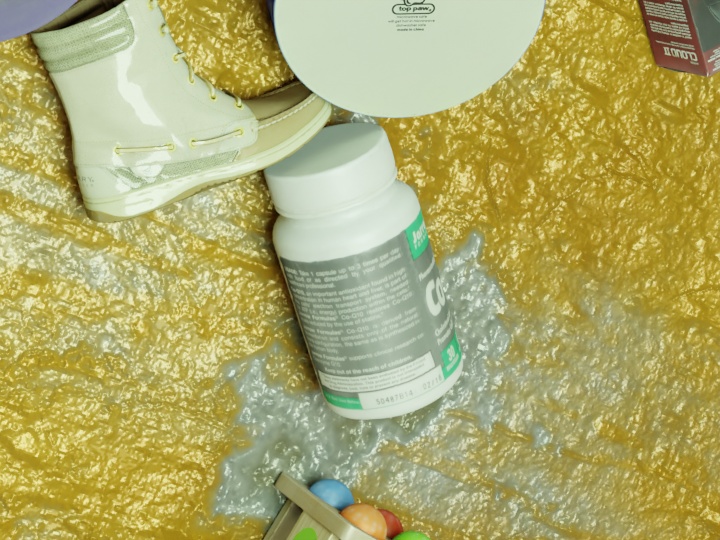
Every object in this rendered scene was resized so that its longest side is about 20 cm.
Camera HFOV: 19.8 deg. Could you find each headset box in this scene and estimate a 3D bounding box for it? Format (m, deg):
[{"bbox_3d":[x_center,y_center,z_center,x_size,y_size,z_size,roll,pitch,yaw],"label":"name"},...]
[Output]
[{"bbox_3d":[0.292,-0.260,1.643,0.148,0.077,0.201,-28,113,-19],"label":"headset box"}]

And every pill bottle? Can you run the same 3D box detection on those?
[{"bbox_3d":[0.000,0.000,1.534,0.113,0.113,0.201,-26,115,-20],"label":"pill bottle"}]

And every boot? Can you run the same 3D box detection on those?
[{"bbox_3d":[-0.124,-0.138,1.458,0.199,0.072,0.155,-24,111,-20],"label":"boot"}]

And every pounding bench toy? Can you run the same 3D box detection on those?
[{"bbox_3d":[-0.005,0.260,1.550,0.124,0.200,0.156,33,88,-30],"label":"pounding bench toy"}]

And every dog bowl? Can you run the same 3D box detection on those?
[{"bbox_3d":[0.030,-0.209,1.462,0.199,0.079,0.201,-6,132,-7],"label":"dog bowl"}]

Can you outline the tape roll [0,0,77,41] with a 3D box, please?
[{"bbox_3d":[-0.256,-0.247,1.299,0.199,0.085,0.201,-8,132,-9],"label":"tape roll"}]
